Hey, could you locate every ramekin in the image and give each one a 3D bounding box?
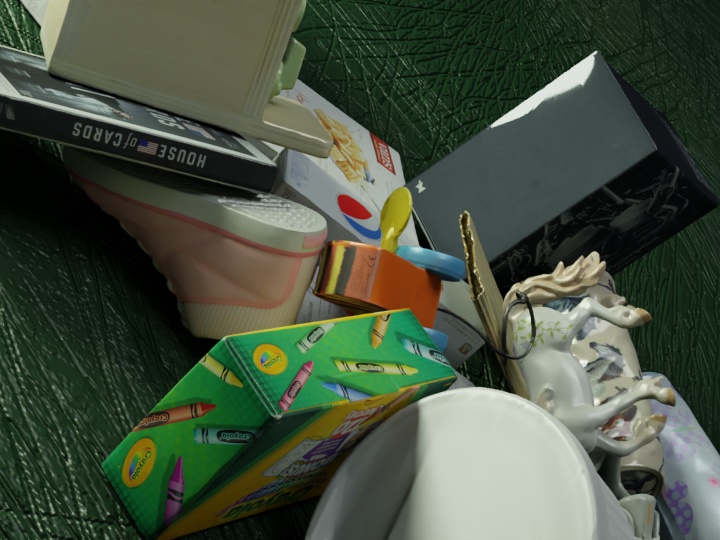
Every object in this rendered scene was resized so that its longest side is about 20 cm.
[{"bbox_3d":[0.068,0.176,1.042,0.094,0.202,0.203,38,23,-45],"label":"ramekin"}]

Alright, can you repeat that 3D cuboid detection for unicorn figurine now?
[{"bbox_3d":[0.152,0.089,1.298,0.136,0.074,0.201,-11,53,-10],"label":"unicorn figurine"}]

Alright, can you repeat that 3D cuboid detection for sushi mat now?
[{"bbox_3d":[0.111,0.053,1.390,0.096,0.012,0.201,-97,166,-45],"label":"sushi mat"}]

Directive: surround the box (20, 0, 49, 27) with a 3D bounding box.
[{"bbox_3d":[-0.176,-0.147,1.315,0.200,0.041,0.039,50,25,10],"label":"box"}]

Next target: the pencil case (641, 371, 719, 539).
[{"bbox_3d":[0.255,0.180,1.468,0.090,0.083,0.201,-9,54,-27],"label":"pencil case"}]

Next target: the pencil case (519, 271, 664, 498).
[{"bbox_3d":[0.181,0.098,1.437,0.089,0.078,0.201,-2,57,-14],"label":"pencil case"}]

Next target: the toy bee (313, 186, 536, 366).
[{"bbox_3d":[0.018,0.025,1.218,0.200,0.108,0.132,52,56,-45],"label":"toy bee"}]

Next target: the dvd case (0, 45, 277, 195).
[{"bbox_3d":[-0.167,-0.102,1.163,0.199,0.025,0.150,13,15,-30],"label":"dvd case"}]

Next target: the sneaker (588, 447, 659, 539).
[{"bbox_3d":[0.181,0.209,1.289,0.075,0.092,0.201,19,36,-46],"label":"sneaker"}]

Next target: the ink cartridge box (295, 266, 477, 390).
[{"bbox_3d":[0.020,0.087,1.277,0.199,0.042,0.120,35,28,-18],"label":"ink cartridge box"}]

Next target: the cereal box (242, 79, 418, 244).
[{"bbox_3d":[-0.043,-0.097,1.455,0.199,0.040,0.144,33,26,-27],"label":"cereal box"}]

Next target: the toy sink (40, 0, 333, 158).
[{"bbox_3d":[-0.103,-0.168,1.225,0.199,0.113,0.130,17,13,-16],"label":"toy sink"}]

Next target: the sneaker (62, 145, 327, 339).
[{"bbox_3d":[-0.118,-0.016,1.188,0.199,0.105,0.075,23,26,23],"label":"sneaker"}]

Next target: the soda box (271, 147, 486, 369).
[{"bbox_3d":[0.000,0.000,1.341,0.200,0.068,0.064,38,24,-19],"label":"soda box"}]

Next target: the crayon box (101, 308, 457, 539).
[{"bbox_3d":[-0.043,0.087,1.066,0.058,0.119,0.199,54,28,17],"label":"crayon box"}]

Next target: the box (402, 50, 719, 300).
[{"bbox_3d":[0.168,-0.061,1.511,0.182,0.199,0.105,25,34,-60],"label":"box"}]
